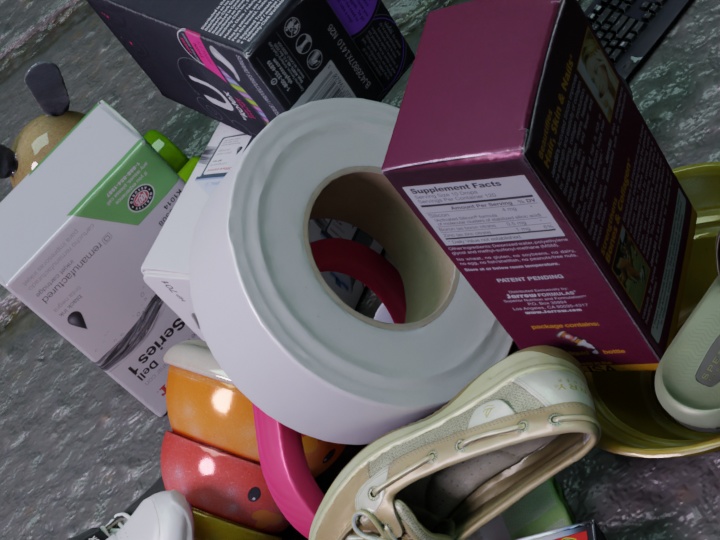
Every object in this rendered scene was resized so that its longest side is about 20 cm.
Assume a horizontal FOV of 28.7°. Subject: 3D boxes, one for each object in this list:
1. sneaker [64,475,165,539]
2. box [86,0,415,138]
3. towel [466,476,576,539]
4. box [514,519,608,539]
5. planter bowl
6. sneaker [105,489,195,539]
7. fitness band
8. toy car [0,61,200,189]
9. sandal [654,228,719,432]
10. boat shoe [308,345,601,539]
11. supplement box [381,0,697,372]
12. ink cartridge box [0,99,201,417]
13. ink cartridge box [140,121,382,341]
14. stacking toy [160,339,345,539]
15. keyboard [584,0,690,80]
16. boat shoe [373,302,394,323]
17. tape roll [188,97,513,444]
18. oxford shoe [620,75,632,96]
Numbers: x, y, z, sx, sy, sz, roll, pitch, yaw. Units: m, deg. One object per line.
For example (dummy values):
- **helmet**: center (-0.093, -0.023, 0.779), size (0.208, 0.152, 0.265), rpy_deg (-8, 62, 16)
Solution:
- **sneaker**: center (-0.181, 0.214, 0.973), size (0.074, 0.089, 0.201), rpy_deg (15, 64, 44)
- **box**: center (-0.081, -0.170, 0.972), size (0.199, 0.122, 0.106), rpy_deg (27, 72, 42)
- **towel**: center (0.056, 0.223, 0.832), size (0.199, 0.031, 0.150), rpy_deg (-34, 43, 8)
- **box**: center (0.091, 0.239, 0.750), size (0.109, 0.035, 0.201), rpy_deg (-20, 44, 19)
- **planter bowl**: center (0.204, 0.040, 0.834), size (0.199, 0.084, 0.202), rpy_deg (-21, 45, 22)
- **sneaker**: center (-0.175, 0.220, 0.879), size (0.201, 0.099, 0.075), rpy_deg (-56, 36, 11)
- **fitness band**: center (-0.003, 0.078, 0.894), size (0.037, 0.142, 0.202), rpy_deg (-28, 64, 53)
- **toy car**: center (-0.232, -0.075, 1.166), size (0.165, 0.200, 0.157), rpy_deg (-49, 42, -9)
- **sandal**: center (0.222, -0.006, 0.753), size (0.079, 0.057, 0.202), rpy_deg (17, 67, 44)
- **boat shoe**: center (0.049, 0.124, 0.790), size (0.200, 0.073, 0.063), rpy_deg (-37, 31, 18)
- **supplement box**: center (0.104, -0.041, 0.763), size (0.085, 0.200, 0.111), rpy_deg (-5, 53, 34)
- **ink cartridge box**: center (-0.173, -0.004, 1.066), size (0.146, 0.200, 0.084), rpy_deg (-47, 45, -6)
- **ink cartridge box**: center (-0.054, -0.038, 1.044), size (0.085, 0.147, 0.202), rpy_deg (5, 59, 36)
- **stacking toy**: center (-0.088, 0.159, 0.949), size (0.145, 0.146, 0.202), rpy_deg (12, 83, 42)
- **keyboard**: center (0.166, -0.176, 1.090), size (0.200, 0.021, 0.127), rpy_deg (-50, 43, -10)
- **boat shoe**: center (0.099, 0.002, 0.961), size (0.199, 0.070, 0.066), rpy_deg (-29, 15, 28)
- **tape roll**: center (0.000, 0.000, 0.853), size (0.071, 0.201, 0.204), rpy_deg (-42, 28, 53)
- **oxford shoe**: center (0.106, -0.056, 0.986), size (0.198, 0.085, 0.073), rpy_deg (-28, 58, -6)
